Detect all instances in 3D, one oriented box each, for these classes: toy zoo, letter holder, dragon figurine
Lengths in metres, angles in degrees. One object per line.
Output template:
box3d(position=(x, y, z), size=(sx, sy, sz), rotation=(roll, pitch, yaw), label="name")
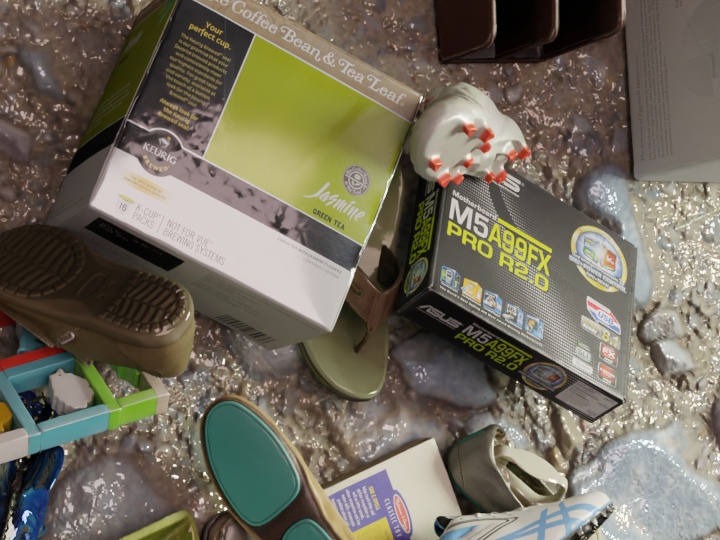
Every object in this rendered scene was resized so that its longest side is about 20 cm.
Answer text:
box3d(position=(-0.249, 0.076, 1.440), size=(0.198, 0.021, 0.131), rotation=(-15, 48, -28), label="toy zoo")
box3d(position=(0.131, -0.277, 1.660), size=(0.100, 0.142, 0.202), rotation=(-3, 86, -28), label="letter holder")
box3d(position=(-0.234, 0.150, 1.421), size=(0.058, 0.200, 0.100), rotation=(9, 110, -4), label="dragon figurine")

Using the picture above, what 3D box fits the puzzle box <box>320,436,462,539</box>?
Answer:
box3d(position=(0.033, 0.246, 1.616), size=(0.132, 0.025, 0.202), rotation=(-22, 94, -28), label="puzzle box")

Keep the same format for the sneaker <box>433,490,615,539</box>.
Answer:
box3d(position=(0.103, 0.206, 1.590), size=(0.198, 0.072, 0.073), rotation=(-21, 69, -16), label="sneaker")

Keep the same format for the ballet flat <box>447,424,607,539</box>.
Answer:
box3d(position=(0.153, 0.198, 1.655), size=(0.200, 0.064, 0.068), rotation=(43, 29, -16), label="ballet flat")

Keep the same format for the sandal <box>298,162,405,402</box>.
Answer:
box3d(position=(-0.001, -0.001, 1.607), size=(0.079, 0.057, 0.203), rotation=(11, 79, -26), label="sandal")

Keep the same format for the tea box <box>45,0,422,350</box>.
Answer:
box3d(position=(-0.093, -0.077, 1.516), size=(0.199, 0.133, 0.198), rotation=(28, 73, -17), label="tea box")

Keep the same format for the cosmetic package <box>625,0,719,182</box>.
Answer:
box3d(position=(0.322, -0.186, 1.719), size=(0.122, 0.199, 0.202), rotation=(0, 84, -30), label="cosmetic package")

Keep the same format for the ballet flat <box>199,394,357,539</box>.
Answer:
box3d(position=(-0.051, 0.180, 1.539), size=(0.068, 0.063, 0.201), rotation=(-34, 83, 9), label="ballet flat")

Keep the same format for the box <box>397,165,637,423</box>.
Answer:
box3d(position=(0.128, 0.006, 1.650), size=(0.199, 0.044, 0.161), rotation=(30, 48, -22), label="box")

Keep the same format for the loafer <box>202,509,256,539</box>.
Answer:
box3d(position=(-0.045, 0.264, 1.550), size=(0.072, 0.063, 0.201), rotation=(-34, 100, -27), label="loafer")

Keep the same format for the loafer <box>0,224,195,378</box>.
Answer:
box3d(position=(-0.194, 0.028, 1.445), size=(0.076, 0.199, 0.068), rotation=(-41, 136, -32), label="loafer")

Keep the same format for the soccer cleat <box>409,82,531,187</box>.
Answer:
box3d(position=(0.069, -0.107, 1.567), size=(0.069, 0.200, 0.078), rotation=(-44, 76, 14), label="soccer cleat")

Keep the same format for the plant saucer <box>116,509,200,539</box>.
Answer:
box3d(position=(-0.159, 0.286, 1.454), size=(0.199, 0.047, 0.202), rotation=(-15, 92, -67), label="plant saucer")
